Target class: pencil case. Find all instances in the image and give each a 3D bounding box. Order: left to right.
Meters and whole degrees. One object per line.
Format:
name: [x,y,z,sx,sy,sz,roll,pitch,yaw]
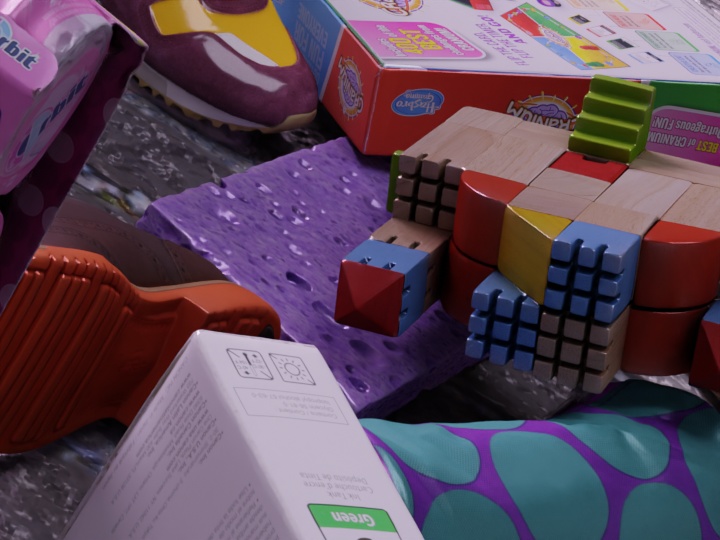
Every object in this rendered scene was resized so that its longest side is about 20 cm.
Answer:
pencil case: [0.045,0.084,0.864,0.200,0.085,0.093,-1,59,-49]

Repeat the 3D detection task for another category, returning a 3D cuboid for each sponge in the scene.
sponge: [0.000,0.000,1.009,0.112,0.030,0.200,42,27,13]

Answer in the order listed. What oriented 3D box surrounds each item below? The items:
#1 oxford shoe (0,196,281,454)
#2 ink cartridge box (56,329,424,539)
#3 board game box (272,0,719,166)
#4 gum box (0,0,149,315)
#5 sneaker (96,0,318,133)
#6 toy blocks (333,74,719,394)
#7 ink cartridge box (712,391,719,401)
oxford shoe: [-0.106,0.012,0.828,0.073,0.071,0.200,40,11,25]
ink cartridge box: [-0.017,0.124,0.705,0.050,0.109,0.200,9,37,-39]
board game box: [0.072,-0.096,1.134,0.200,0.040,0.153,1,25,-21]
gum box: [-0.152,-0.019,0.687,0.113,0.200,0.066,37,28,9]
sneaker: [-0.081,-0.144,1.083,0.200,0.090,0.075,45,29,20]
toy blocks: [0.083,-0.003,0.930,0.200,0.100,0.137,14,22,17]
ink cartridge box: [0.228,0.033,1.152,0.165,0.075,0.200,8,36,-43]
